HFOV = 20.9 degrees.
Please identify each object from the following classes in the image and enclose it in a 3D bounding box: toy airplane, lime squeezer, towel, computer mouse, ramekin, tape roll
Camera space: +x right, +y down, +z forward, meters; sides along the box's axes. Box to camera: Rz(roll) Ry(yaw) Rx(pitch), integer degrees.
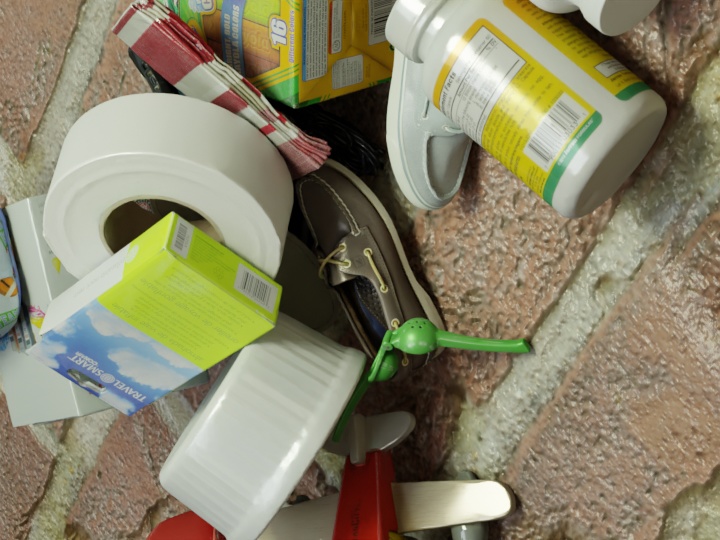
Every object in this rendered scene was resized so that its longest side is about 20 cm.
[{"bbox_3d":[0.016,0.224,1.714,0.200,0.199,0.141,38,173,43],"label":"toy airplane"},{"bbox_3d":[0.039,0.078,1.627,0.199,0.071,0.038,-28,39,24],"label":"lime squeezer"},{"bbox_3d":[-0.116,-0.148,1.604,0.200,0.023,0.144,41,169,-10],"label":"towel"},{"bbox_3d":[-0.058,-0.078,1.728,0.138,0.053,0.201,34,131,8],"label":"computer mouse"},{"bbox_3d":[-0.087,0.131,1.666,0.097,0.201,0.201,33,137,-4],"label":"ramekin"},{"bbox_3d":[-0.158,-0.050,1.604,0.203,0.201,0.071,-52,22,47],"label":"tape roll"}]

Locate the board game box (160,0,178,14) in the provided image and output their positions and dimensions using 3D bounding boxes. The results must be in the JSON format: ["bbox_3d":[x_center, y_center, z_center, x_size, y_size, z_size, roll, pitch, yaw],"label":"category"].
[{"bbox_3d":[-0.140,-0.180,1.803,0.134,0.029,0.201,22,122,44],"label":"board game box"}]

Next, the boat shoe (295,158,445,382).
[{"bbox_3d":[0.000,0.000,1.659,0.072,0.059,0.201,-20,103,49],"label":"boat shoe"}]

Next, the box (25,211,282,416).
[{"bbox_3d":[-0.173,0.041,1.620,0.122,0.048,0.200,35,134,-26],"label":"box"}]

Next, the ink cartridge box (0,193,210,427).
[{"bbox_3d":[-0.248,0.029,1.773,0.144,0.145,0.201,-12,91,55],"label":"ink cartridge box"}]

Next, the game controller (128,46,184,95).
[{"bbox_3d":[-0.151,-0.135,1.705,0.105,0.042,0.200,61,178,-40],"label":"game controller"}]

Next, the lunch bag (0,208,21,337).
[{"bbox_3d":[-0.373,-0.017,1.747,0.160,0.075,0.201,-28,75,58],"label":"lunch bag"}]

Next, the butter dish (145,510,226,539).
[{"bbox_3d":[-0.174,0.325,1.913,0.200,0.147,0.201,-96,-2,-76],"label":"butter dish"}]

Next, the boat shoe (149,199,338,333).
[{"bbox_3d":[-0.100,-0.020,1.730,0.200,0.073,0.063,38,-177,-7],"label":"boat shoe"}]

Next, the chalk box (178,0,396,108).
[{"bbox_3d":[-0.074,-0.229,1.628,0.199,0.123,0.125,23,122,42],"label":"chalk box"}]

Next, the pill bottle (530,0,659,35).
[{"bbox_3d":[0.129,-0.254,1.393,0.200,0.104,0.105,46,135,28],"label":"pill bottle"}]

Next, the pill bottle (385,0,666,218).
[{"bbox_3d":[0.116,-0.140,1.428,0.200,0.113,0.113,41,134,17],"label":"pill bottle"}]

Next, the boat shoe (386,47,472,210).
[{"bbox_3d":[0.067,-0.140,1.542,0.071,0.070,0.202,22,119,48],"label":"boat shoe"}]

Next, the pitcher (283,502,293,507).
[{"bbox_3d":[-0.053,0.315,1.856,0.171,0.120,0.202,-4,92,64],"label":"pitcher"}]
